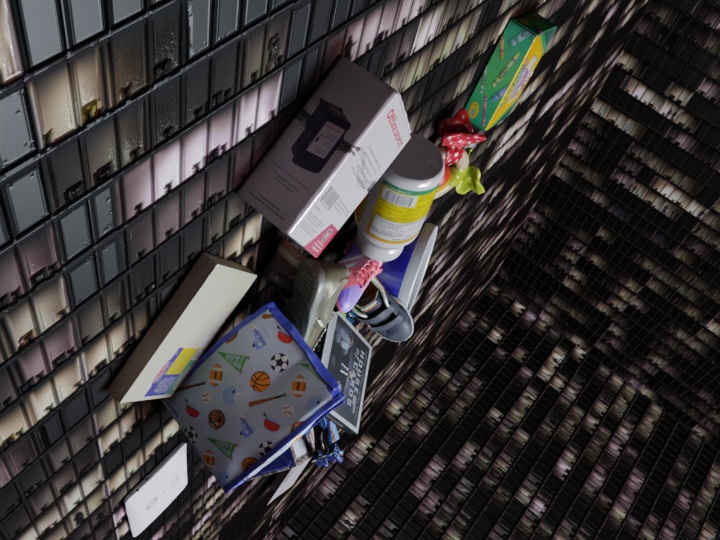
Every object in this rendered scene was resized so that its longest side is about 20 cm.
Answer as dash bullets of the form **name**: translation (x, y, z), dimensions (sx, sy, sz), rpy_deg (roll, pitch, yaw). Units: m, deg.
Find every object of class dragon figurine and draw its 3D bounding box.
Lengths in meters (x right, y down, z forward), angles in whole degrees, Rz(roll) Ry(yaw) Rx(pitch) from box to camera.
- **dragon figurine**: translation (-0.080, 0.220, 1.214), dimensions (0.058, 0.201, 0.100), rpy_deg (-19, -151, 17)

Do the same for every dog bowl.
- **dog bowl**: translation (0.083, -0.005, 1.511), dimensions (0.200, 0.078, 0.202), rpy_deg (19, 90, -82)

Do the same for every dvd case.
- **dvd case**: translation (-0.032, 0.157, 1.200), dimensions (0.200, 0.024, 0.152), rpy_deg (52, 44, -59)

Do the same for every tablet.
- **tablet**: translation (-0.337, 0.370, 1.287), dimensions (0.130, 0.014, 0.201), rpy_deg (-44, 163, -32)

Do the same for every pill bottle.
- **pill bottle**: translation (0.053, -0.108, 1.206), dimensions (0.113, 0.112, 0.201), rpy_deg (-42, 162, -37)

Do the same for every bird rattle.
- **bird rattle**: translation (0.157, -0.187, 1.404), dimensions (0.162, 0.113, 0.200), rpy_deg (-36, 162, -1)

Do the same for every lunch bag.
- **lunch bag**: translation (-0.138, 0.165, 1.040), dimensions (0.200, 0.170, 0.124), rpy_deg (-42, 172, 16)

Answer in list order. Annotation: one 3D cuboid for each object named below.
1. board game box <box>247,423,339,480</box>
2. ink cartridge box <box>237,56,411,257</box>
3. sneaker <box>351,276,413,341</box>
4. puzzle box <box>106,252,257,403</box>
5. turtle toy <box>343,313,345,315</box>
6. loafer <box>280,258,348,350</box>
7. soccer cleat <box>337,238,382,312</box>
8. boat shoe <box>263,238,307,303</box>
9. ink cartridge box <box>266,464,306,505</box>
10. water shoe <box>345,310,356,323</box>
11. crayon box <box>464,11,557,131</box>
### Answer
- **board game box**: translation (-0.132, 0.240, 1.296), dimensions (0.096, 0.161, 0.200), rpy_deg (-19, 174, 17)
- **ink cartridge box**: translation (-0.036, -0.129, 0.917), dimensions (0.201, 0.084, 0.145), rpy_deg (-52, 166, -2)
- **sneaker**: translation (0.030, 0.069, 1.388), dimensions (0.078, 0.200, 0.080), rpy_deg (-35, -155, 12)
- **puzzle box**: translation (-0.215, 0.073, 0.944), dimensions (0.201, 0.025, 0.133), rpy_deg (-54, 167, 2)
- **turtle toy**: translation (-0.078, 0.098, 1.273), dimensions (0.200, 0.100, 0.148), rpy_deg (8, 77, -73)
- **loafer**: translation (-0.062, 0.060, 1.066), dimensions (0.069, 0.076, 0.201), rpy_deg (-9, 146, -28)
- **soccer cleat**: translation (0.000, 0.000, 1.262), dimensions (0.200, 0.076, 0.067), rpy_deg (-69, 145, -61)
- **boat shoe**: translation (-0.093, 0.018, 1.127), dimensions (0.065, 0.072, 0.200), rpy_deg (-41, 159, -5)
- **ink cartridge box**: translation (-0.186, 0.534, 2.123), dimensions (0.201, 0.043, 0.173), rpy_deg (-57, 165, 15)
- **water shoe**: translation (-0.040, 0.072, 1.443), dimensions (0.200, 0.071, 0.079), rpy_deg (-54, 168, -47)
- **crayon box**: translation (0.272, -0.365, 1.416), dimensions (0.119, 0.058, 0.201), rpy_deg (-36, 158, -51)
